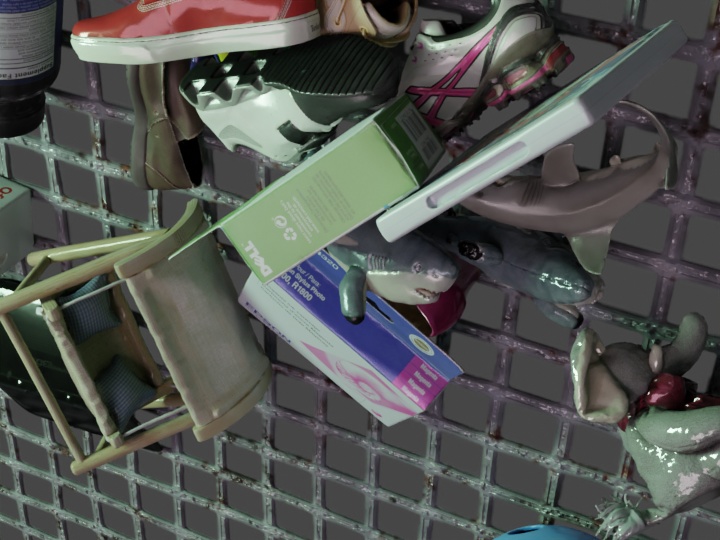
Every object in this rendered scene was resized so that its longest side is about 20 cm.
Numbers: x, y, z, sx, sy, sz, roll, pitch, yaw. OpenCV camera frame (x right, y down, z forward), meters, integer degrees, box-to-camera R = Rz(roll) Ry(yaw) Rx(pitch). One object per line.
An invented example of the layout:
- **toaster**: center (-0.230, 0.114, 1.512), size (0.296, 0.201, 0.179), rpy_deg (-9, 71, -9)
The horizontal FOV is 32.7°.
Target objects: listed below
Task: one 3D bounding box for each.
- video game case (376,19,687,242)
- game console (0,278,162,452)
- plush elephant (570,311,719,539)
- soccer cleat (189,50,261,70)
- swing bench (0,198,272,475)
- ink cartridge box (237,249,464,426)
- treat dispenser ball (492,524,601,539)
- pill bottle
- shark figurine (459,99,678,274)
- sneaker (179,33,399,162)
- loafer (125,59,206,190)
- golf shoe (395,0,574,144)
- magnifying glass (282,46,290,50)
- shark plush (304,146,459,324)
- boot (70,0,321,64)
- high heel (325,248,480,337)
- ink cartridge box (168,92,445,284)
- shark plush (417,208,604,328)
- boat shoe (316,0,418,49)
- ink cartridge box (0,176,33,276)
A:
- **video game case**: center (0.123, -0.100, 0.865), size (0.182, 0.200, 0.023), rpy_deg (-30, 95, 39)
- **game console**: center (-0.322, 0.109, 1.394), size (0.200, 0.116, 0.176), rpy_deg (12, 97, 22)
- **plush elephant**: center (0.250, 0.109, 0.986), size (0.200, 0.165, 0.155), rpy_deg (-30, 67, 10)
- **soccer cleat**: center (-0.112, -0.226, 0.987), size (0.065, 0.084, 0.200), rpy_deg (51, 147, 43)
- **swing bench**: center (-0.215, 0.065, 1.191), size (0.200, 0.130, 0.199), rpy_deg (-16, 114, 14)
- **ink cartridge box**: center (-0.017, 0.057, 1.106), size (0.196, 0.043, 0.200), rpy_deg (40, 163, 0)
- **treat dispenser ball**: center (0.176, 0.339, 1.141), size (0.201, 0.201, 0.201), rpy_deg (15, 128, 21)
- **pill bottle**: center (-0.324, -0.224, 1.101), size (0.112, 0.112, 0.200), rpy_deg (26, 131, 12)
- **shark figurine**: center (0.179, -0.046, 0.895), size (0.128, 0.090, 0.214), rpy_deg (13, 163, -31)
- **sneaker**: center (-0.042, -0.127, 0.950), size (0.200, 0.074, 0.089), rpy_deg (4, 135, 40)
- **loafer**: center (-0.162, -0.154, 1.091), size (0.071, 0.073, 0.200), rpy_deg (15, 133, 8)
- **golf shoe**: center (0.066, -0.151, 0.954), size (0.200, 0.073, 0.092), rpy_deg (-29, 99, 36)
- **magnifying glass**: center (-0.042, -0.186, 1.001), size (0.200, 0.080, 0.022), rpy_deg (-58, 43, 32)
- **shark plush**: center (0.010, -0.049, 1.004), size (0.200, 0.091, 0.083), rpy_deg (64, 144, 30)
- **boot**: center (-0.137, -0.234, 0.930), size (0.200, 0.072, 0.144), rpy_deg (-6, 109, 15)
- **high heel**: center (0.000, 0.000, 1.077), size (0.200, 0.096, 0.067), rpy_deg (12, 126, 23)
- **ink cartridge box**: center (-0.038, -0.049, 0.929), size (0.200, 0.104, 0.059), rpy_deg (-32, 98, 23)
- **shark plush**: center (0.112, -0.025, 0.996), size (0.200, 0.083, 0.091), rpy_deg (34, 114, 25)
- **boat shoe**: center (0.009, -0.204, 0.934), size (0.069, 0.074, 0.200), rpy_deg (53, 140, 34)
- **ink cartridge box**: center (-0.463, -0.055, 1.277), size (0.200, 0.147, 0.083), rpy_deg (22, 129, 14)
